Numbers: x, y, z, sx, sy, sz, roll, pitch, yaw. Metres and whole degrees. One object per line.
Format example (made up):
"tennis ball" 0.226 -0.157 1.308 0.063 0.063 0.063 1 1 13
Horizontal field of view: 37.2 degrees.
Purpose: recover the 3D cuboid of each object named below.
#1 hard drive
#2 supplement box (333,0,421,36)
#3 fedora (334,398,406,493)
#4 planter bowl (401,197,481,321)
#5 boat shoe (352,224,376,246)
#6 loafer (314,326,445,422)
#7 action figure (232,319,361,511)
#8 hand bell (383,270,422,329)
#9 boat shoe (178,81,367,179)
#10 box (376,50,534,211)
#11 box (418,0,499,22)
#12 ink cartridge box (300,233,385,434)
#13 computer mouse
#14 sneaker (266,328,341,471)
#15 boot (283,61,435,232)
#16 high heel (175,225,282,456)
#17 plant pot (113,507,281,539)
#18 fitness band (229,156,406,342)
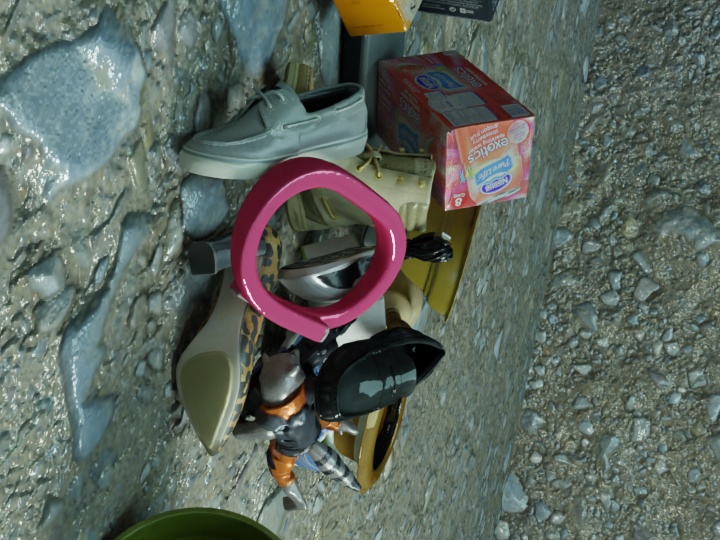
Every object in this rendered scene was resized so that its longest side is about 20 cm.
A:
"hard drive" 0.015 -0.235 1.236 0.140 0.032 0.203 -45 143 -60
"supplement box" 0.030 -0.355 1.094 0.127 0.073 0.202 58 44 -42
"fedora" 0.004 0.189 1.402 0.200 0.081 0.204 16 90 -76
"planter bowl" 0.092 -0.046 1.300 0.200 0.082 0.204 15 90 -88
"boat shoe" 0.008 -0.083 1.243 0.075 0.085 0.202 -58 -179 16
"loafer" 0.021 0.099 1.055 0.200 0.069 0.069 -24 112 -59
"action figure" -0.045 0.134 1.066 0.200 0.104 0.194 -43 142 -13
"hand bell" 0.039 0.059 1.263 0.200 0.102 0.106 -116 -145 -77
"boat shoe" -0.072 -0.127 0.920 0.199 0.070 0.073 -18 121 -42
"box" 0.096 -0.156 1.156 0.200 0.101 0.096 -126 -149 -52
"box" 0.127 -0.438 1.327 0.201 0.105 0.150 69 38 -58
"ink cartridge box" -0.014 0.076 1.210 0.118 0.066 0.202 -114 -165 -46
"computer mouse" 0.000 0.000 1.070 0.198 0.109 0.045 -17 101 -40
"sneaker" -0.057 0.140 1.181 0.076 0.076 0.202 -43 141 -39
"boot" -0.002 -0.115 1.053 0.073 0.153 0.202 -79 170 -45
"high heel" -0.108 0.059 0.994 0.142 0.070 0.204 -24 118 -65
"plant pot" -0.144 0.344 0.925 0.194 0.198 0.202 101 14 -48
"fitness band" -0.036 -0.016 0.941 0.145 0.037 0.199 -55 140 3
